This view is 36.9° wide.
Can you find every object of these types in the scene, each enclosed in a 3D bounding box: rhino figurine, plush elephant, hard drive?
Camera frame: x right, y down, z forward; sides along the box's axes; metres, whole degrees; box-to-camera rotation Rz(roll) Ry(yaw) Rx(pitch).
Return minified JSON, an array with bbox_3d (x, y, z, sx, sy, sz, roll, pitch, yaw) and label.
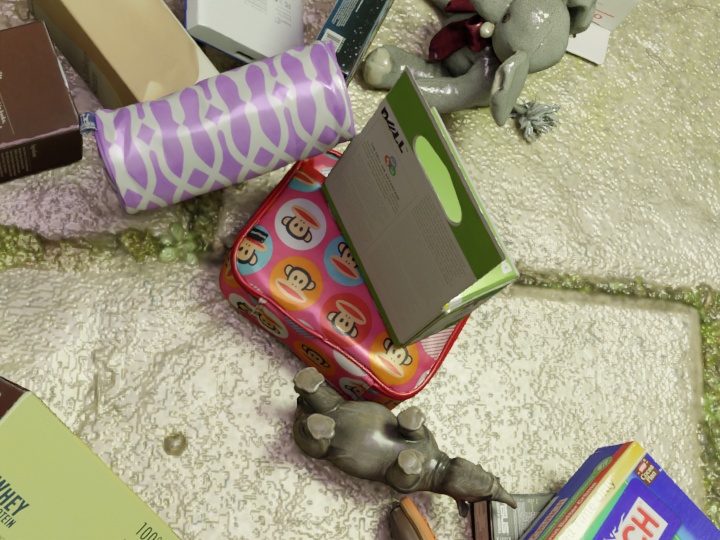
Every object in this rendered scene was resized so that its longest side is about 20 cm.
[{"bbox_3d":[0.033,0.144,0.850,0.198,0.088,0.060,23,66,4],"label":"rhino figurine"},{"bbox_3d":[0.120,-0.210,0.957,0.199,0.155,0.165,37,68,-1],"label":"plush elephant"},{"bbox_3d":[-0.102,-0.281,0.953,0.131,0.025,0.203,17,65,-49],"label":"hard drive"}]

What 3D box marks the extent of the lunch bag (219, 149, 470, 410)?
[{"bbox_3d":[0.000,0.000,0.906,0.199,0.082,0.177,37,64,-3],"label":"lunch bag"}]

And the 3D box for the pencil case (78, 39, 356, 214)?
[{"bbox_3d":[-0.101,-0.107,0.798,0.197,0.085,0.086,-17,43,-7],"label":"pencil case"}]

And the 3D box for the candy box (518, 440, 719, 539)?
[{"bbox_3d":[0.215,0.262,0.826,0.200,0.077,0.169,46,68,2],"label":"candy box"}]

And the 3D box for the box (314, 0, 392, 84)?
[{"bbox_3d":[0.001,-0.224,0.940,0.037,0.137,0.202,27,69,-3],"label":"box"}]

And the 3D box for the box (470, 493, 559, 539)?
[{"bbox_3d":[0.175,0.283,0.877,0.155,0.050,0.203,2,73,-15],"label":"box"}]

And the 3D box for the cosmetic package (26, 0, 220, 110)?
[{"bbox_3d":[-0.193,-0.182,0.894,0.071,0.105,0.201,-37,84,-20],"label":"cosmetic package"}]

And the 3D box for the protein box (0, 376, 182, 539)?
[{"bbox_3d":[-0.247,0.201,0.699,0.201,0.134,0.199,-51,126,-22],"label":"protein box"}]

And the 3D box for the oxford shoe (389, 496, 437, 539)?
[{"bbox_3d":[0.047,0.278,0.836,0.072,0.071,0.202,-17,67,1],"label":"oxford shoe"}]

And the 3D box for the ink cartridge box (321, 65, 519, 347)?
[{"bbox_3d":[0.057,-0.047,0.785,0.075,0.200,0.149,-21,79,-25],"label":"ink cartridge box"}]

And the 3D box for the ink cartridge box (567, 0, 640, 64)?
[{"bbox_3d":[0.225,-0.319,1.066,0.116,0.067,0.203,20,69,-8],"label":"ink cartridge box"}]

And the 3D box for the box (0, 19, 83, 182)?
[{"bbox_3d":[-0.330,-0.117,0.854,0.197,0.075,0.101,-19,78,-18],"label":"box"}]
